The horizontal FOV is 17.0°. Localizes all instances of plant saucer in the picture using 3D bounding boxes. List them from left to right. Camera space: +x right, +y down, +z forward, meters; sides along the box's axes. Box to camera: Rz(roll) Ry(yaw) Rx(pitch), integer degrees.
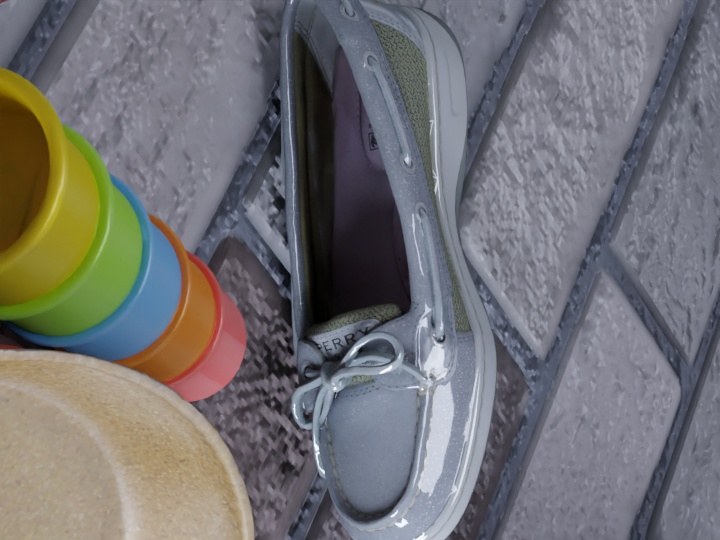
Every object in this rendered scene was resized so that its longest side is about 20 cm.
[{"bbox_3d":[-0.122,0.097,0.630,0.199,0.035,0.201,-20,131,-25],"label":"plant saucer"}]

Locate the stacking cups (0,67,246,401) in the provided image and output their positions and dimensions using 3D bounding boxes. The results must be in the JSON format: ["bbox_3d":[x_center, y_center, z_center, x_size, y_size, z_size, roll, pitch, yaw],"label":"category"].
[{"bbox_3d":[-0.083,-0.002,0.703,0.200,0.060,0.061,50,44,-72],"label":"stacking cups"}]

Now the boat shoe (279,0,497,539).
[{"bbox_3d":[0.001,-0.001,0.848,0.065,0.074,0.203,14,71,-46],"label":"boat shoe"}]

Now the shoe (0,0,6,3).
[{"bbox_3d":[-0.149,-0.057,0.653,0.199,0.071,0.092,-13,99,-49],"label":"shoe"}]

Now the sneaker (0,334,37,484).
[{"bbox_3d":[-0.112,0.053,0.676,0.200,0.082,0.078,28,64,-49],"label":"sneaker"}]
